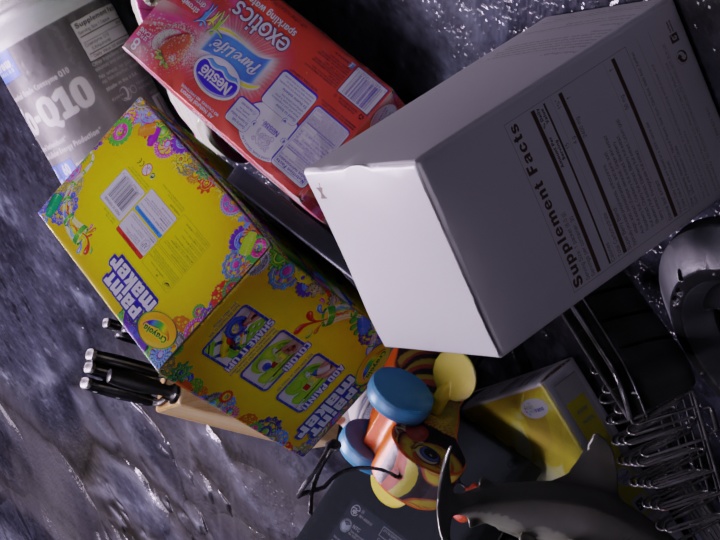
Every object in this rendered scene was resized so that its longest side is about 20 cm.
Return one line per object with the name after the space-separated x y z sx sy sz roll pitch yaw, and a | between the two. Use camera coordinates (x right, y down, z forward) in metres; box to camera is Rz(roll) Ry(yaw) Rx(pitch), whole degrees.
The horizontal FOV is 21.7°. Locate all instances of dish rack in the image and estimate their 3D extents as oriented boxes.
0.187 0.108 1.173 0.154 0.054 0.201 -110 0 -65 | dish rack

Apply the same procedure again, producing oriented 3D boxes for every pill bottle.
-0.245 -0.172 1.589 0.201 0.113 0.114 61 153 -9 | pill bottle

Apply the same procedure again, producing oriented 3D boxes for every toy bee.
0.037 0.127 1.290 0.108 0.200 0.131 31 142 3 | toy bee

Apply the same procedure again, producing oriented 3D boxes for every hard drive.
0.026 0.192 1.360 0.139 0.201 0.033 32 177 43 | hard drive

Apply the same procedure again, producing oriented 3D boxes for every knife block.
-0.138 0.107 1.641 0.201 0.175 0.064 60 154 -6 | knife block

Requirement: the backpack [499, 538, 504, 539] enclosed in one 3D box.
0.049 0.287 1.413 0.176 0.200 0.153 38 172 35 | backpack

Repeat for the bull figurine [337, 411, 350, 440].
-0.047 0.056 1.559 0.200 0.065 0.122 41 147 27 | bull figurine

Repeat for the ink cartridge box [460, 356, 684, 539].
0.149 0.172 1.379 0.201 0.047 0.197 60 153 -1 | ink cartridge box

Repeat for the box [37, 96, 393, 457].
-0.102 0.006 1.400 0.200 0.122 0.192 47 -173 40 | box

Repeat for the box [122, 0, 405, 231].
-0.058 -0.124 1.311 0.200 0.100 0.095 41 180 28 | box

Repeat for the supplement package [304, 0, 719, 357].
0.093 -0.053 1.058 0.121 0.199 0.120 3 121 59 | supplement package

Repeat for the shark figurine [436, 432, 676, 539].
0.129 0.148 1.242 0.090 0.213 0.128 -69 20 9 | shark figurine

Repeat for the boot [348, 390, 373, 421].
0.043 0.157 1.494 0.201 0.072 0.091 80 164 -53 | boot

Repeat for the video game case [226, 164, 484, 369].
0.000 0.000 1.356 0.143 0.019 0.200 38 179 34 | video game case

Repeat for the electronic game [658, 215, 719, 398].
0.252 0.047 1.053 0.200 0.042 0.200 37 157 18 | electronic game

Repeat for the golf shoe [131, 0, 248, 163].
-0.137 -0.174 1.456 0.091 0.075 0.201 6 123 61 | golf shoe
